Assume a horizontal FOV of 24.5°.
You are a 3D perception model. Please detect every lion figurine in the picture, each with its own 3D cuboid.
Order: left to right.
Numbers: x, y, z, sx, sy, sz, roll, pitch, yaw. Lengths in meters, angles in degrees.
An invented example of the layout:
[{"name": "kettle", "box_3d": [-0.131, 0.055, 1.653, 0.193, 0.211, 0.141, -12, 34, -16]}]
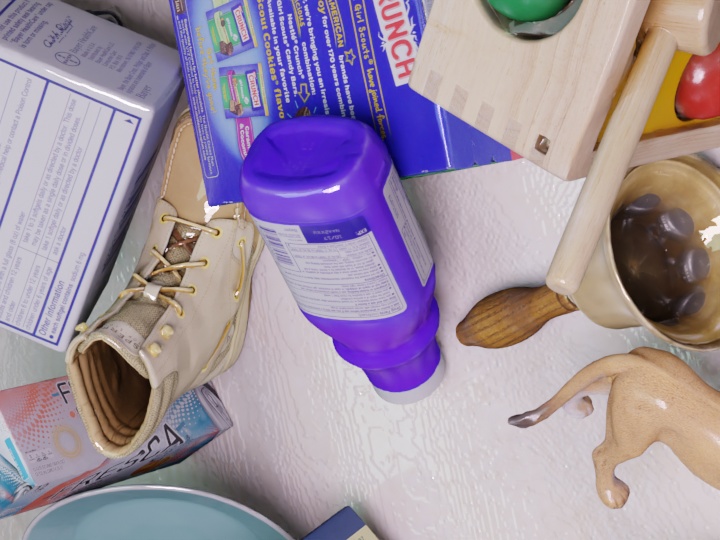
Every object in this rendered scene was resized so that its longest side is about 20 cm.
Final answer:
[{"name": "lion figurine", "box_3d": [0.179, 0.083, 0.819, 0.200, 0.073, 0.123, 18, 146, 2]}]

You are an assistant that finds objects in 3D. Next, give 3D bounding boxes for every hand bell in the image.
[{"name": "hand bell", "box_3d": [0.113, 0.011, 0.905, 0.200, 0.104, 0.104, -24, 85, 56]}]

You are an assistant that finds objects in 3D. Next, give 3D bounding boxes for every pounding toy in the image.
[{"name": "pounding toy", "box_3d": [0.124, -0.116, 0.760, 0.142, 0.200, 0.184, 35, 121, 31]}]

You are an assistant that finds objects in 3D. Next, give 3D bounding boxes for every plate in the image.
[{"name": "plate", "box_3d": [-0.130, 0.196, 1.127, 0.200, 0.200, 0.026, -46, 28, 40]}]

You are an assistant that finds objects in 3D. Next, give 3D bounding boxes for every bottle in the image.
[{"name": "bottle", "box_3d": [0.000, 0.000, 0.942, 0.083, 0.065, 0.200, 2, 141, 26]}]

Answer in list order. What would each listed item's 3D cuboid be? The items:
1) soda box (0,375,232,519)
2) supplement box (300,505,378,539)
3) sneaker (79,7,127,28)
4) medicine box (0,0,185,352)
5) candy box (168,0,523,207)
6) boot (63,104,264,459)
[{"name": "soda box", "box_3d": [-0.178, 0.106, 1.098, 0.064, 0.200, 0.068, -36, 77, 32]}, {"name": "supplement box", "box_3d": [-0.029, 0.299, 1.044, 0.200, 0.134, 0.200, 48, 129, 10]}, {"name": "sneaker", "box_3d": [-0.234, -0.180, 1.151, 0.146, 0.077, 0.203, -25, 94, 55]}, {"name": "medicine box", "box_3d": [-0.235, -0.079, 1.032, 0.200, 0.103, 0.182, 23, 117, -4]}, {"name": "candy box", "box_3d": [-0.015, -0.132, 0.973, 0.200, 0.077, 0.169, -5, 97, 44]}, {"name": "boot", "box_3d": [-0.123, 0.005, 1.047, 0.073, 0.155, 0.200, 17, 116, 15]}]
